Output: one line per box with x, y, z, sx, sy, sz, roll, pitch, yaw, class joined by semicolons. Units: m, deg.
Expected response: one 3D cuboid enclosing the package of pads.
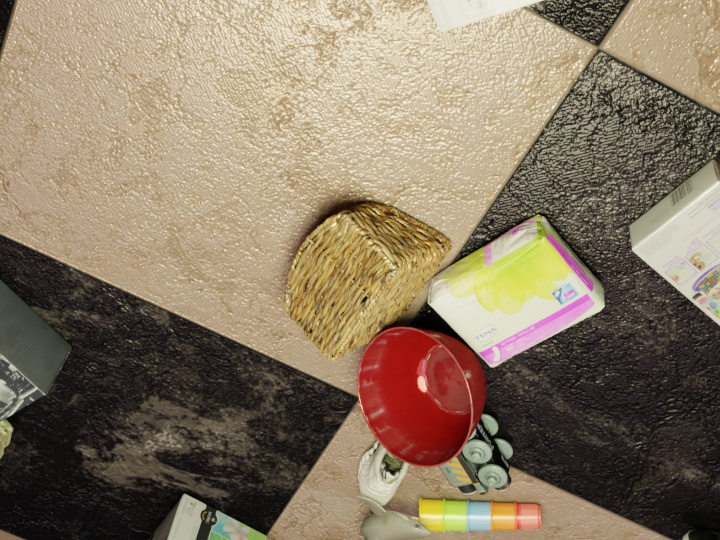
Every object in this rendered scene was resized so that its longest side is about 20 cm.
0.209;0.030;1.443;0.199;0.068;0.155;-33;115;27;package of pads

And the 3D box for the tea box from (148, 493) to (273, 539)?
-0.284;0.534;1.848;0.196;0.134;0.200;29;125;-13;tea box

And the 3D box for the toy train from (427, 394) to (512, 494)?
0.155;0.265;1.617;0.113;0.085;0.201;-18;119;30;toy train

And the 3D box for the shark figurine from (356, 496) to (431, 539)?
0.024;0.448;1.738;0.127;0.090;0.215;26;150;-1;shark figurine

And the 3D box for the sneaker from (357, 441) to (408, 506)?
0.039;0.317;1.673;0.075;0.081;0.201;14;128;-4;sneaker

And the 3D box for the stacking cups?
0.196;0.405;1.730;0.198;0.061;0.061;0;126;4;stacking cups

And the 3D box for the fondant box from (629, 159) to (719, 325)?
0.470;-0.027;1.366;0.200;0.058;0.144;38;123;-17;fondant box

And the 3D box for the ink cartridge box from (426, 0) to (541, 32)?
0.155;-0.373;1.181;0.199;0.050;0.163;-12;124;27;ink cartridge box

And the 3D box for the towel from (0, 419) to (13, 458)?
-0.676;0.245;1.748;0.199;0.037;0.148;29;138;-12;towel

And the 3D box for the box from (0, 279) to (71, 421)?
-0.593;0.127;1.610;0.196;0.124;0.200;-30;116;25;box

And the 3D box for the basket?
0.000;0.000;1.459;0.143;0.149;0.200;45;127;17;basket

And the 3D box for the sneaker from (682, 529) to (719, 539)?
0.620;0.431;1.674;0.199;0.073;0.112;21;124;-17;sneaker

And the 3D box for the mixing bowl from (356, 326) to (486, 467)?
0.104;0.165;1.491;0.199;0.108;0.202;12;109;38;mixing bowl
